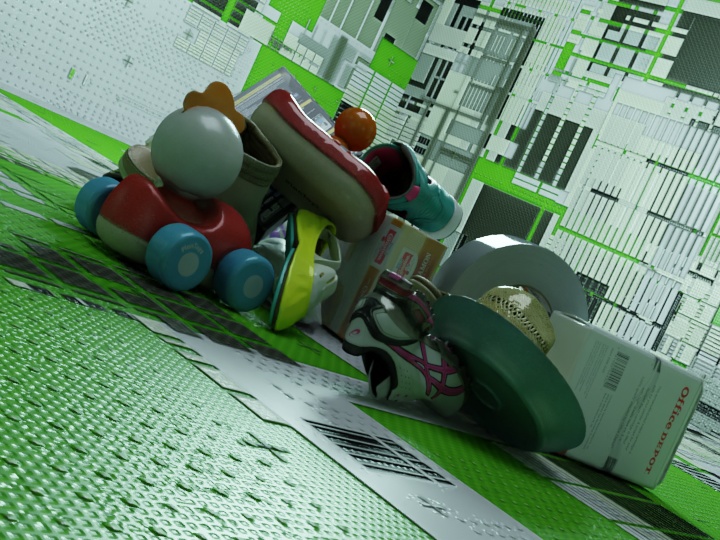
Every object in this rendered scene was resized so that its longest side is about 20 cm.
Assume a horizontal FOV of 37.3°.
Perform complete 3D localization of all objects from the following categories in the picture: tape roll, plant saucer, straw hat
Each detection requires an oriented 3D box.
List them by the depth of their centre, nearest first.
[{"bbox_3d":[0.133,0.112,1.053,0.199,0.036,0.201,40,-22,19],"label":"plant saucer"},{"bbox_3d":[0.158,0.066,1.144,0.200,0.085,0.202,40,-22,19],"label":"straw hat"},{"bbox_3d":[0.172,0.062,1.286,0.198,0.203,0.066,24,3,-22],"label":"tape roll"}]

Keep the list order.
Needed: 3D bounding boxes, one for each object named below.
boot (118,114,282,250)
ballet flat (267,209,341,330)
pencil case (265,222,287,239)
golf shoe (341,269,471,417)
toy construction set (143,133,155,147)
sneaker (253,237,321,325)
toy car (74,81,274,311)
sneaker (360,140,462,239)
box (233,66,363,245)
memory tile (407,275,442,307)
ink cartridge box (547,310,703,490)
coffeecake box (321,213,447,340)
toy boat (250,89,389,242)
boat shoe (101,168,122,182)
[{"bbox_3d":[-0.184,-0.122,1.220,0.199,0.156,0.072,37,40,14],"label":"boot"},{"bbox_3d":[-0.055,-0.003,1.146,0.066,0.068,0.201,13,32,-5],"label":"ballet flat"},{"bbox_3d":[-0.076,-0.044,1.433,0.197,0.087,0.084,-8,9,-30],"label":"pencil case"},{"bbox_3d":[0.040,0.088,1.004,0.072,0.092,0.201,27,-20,42],"label":"golf shoe"},{"bbox_3d":[-0.248,-0.116,1.411,0.199,0.133,0.092,29,5,42],"label":"toy construction set"},{"bbox_3d":[-0.094,0.014,1.256,0.079,0.078,0.200,-1,17,-16],"label":"sneaker"},{"bbox_3d":[-0.165,-0.092,1.105,0.183,0.202,0.176,29,5,43],"label":"toy car"},{"bbox_3d":[0.033,-0.115,1.344,0.121,0.084,0.199,40,-4,-39],"label":"sneaker"},{"bbox_3d":[-0.115,-0.148,1.338,0.161,0.200,0.049,47,-36,3],"label":"box"},{"bbox_3d":[0.116,0.096,1.134,0.152,0.017,0.201,33,-24,35],"label":"memory tile"},{"bbox_3d":[0.287,0.152,1.243,0.198,0.147,0.085,24,2,-28],"label":"ink cartridge box"},{"bbox_3d":[0.000,0.000,1.319,0.072,0.155,0.200,25,3,-32],"label":"coffeecake box"},{"bbox_3d":[-0.033,-0.140,1.244,0.199,0.131,0.131,40,-20,10],"label":"toy boat"},{"bbox_3d":[-0.237,-0.064,1.310,0.200,0.072,0.060,34,30,20],"label":"boat shoe"}]
